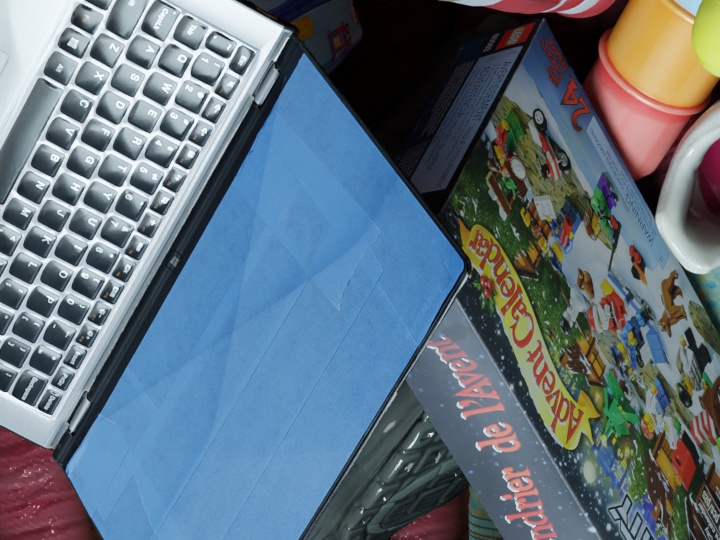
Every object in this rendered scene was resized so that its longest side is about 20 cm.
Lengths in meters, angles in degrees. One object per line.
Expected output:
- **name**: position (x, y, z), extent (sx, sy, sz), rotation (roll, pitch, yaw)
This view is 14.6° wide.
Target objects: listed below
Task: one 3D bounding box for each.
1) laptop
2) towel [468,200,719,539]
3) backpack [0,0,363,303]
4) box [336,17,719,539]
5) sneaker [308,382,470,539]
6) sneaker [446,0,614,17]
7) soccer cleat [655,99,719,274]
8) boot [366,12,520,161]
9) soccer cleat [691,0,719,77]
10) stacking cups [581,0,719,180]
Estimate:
- **laptop**: position (-0.092, 0.002, 0.935), extent (0.199, 0.116, 0.188), rotation (28, 113, -9)
- **towel**: position (0.109, 0.062, 1.119), extent (0.146, 0.022, 0.201), rotation (12, 121, 24)
- **backpack**: position (-0.081, -0.069, 1.058), extent (0.199, 0.182, 0.135), rotation (-27, 94, 30)
- **box**: position (0.076, 0.032, 1.000), extent (0.038, 0.137, 0.201), rotation (-15, 120, 33)
- **sneaker**: position (-0.010, 0.075, 1.152), extent (0.200, 0.076, 0.091), rotation (-49, 65, 39)
- **sneaker**: position (0.050, -0.184, 1.009), extent (0.071, 0.112, 0.202), rotation (-14, 77, 35)
- **soccer cleat**: position (0.183, -0.061, 0.975), extent (0.070, 0.086, 0.200), rotation (49, 123, -2)
- **boot**: position (0.000, 0.000, 1.086), extent (0.077, 0.138, 0.200), rotation (41, 146, 4)
- **soccer cleat**: position (0.183, -0.139, 0.914), extent (0.200, 0.065, 0.084), rotation (-35, 123, 10)
- **stacking cups**: position (0.129, -0.114, 0.995), extent (0.060, 0.060, 0.201), rotation (36, 125, 7)
